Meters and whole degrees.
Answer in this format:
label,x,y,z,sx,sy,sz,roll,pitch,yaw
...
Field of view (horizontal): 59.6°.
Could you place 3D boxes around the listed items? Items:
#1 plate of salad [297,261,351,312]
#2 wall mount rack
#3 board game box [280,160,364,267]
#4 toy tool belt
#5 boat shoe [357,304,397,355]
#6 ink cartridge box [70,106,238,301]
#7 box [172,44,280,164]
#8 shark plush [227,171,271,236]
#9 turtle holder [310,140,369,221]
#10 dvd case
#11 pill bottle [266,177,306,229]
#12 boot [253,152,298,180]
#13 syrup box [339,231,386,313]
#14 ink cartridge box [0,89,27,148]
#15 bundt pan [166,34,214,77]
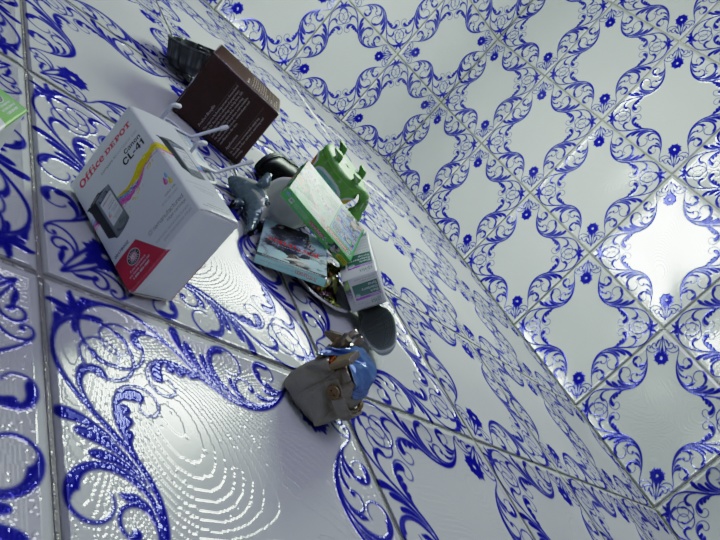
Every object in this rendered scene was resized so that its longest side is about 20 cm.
label,x,y,z,sx,sy,sz,roll,pitch,yaw
plate of salad,-0.084,0.006,1.314,0.200,0.048,0.201,44,14,-14
wall mount rack,-0.320,-0.264,1.306,0.201,0.074,0.173,53,16,22
board game box,-0.076,-0.122,1.332,0.201,0.029,0.136,50,32,-17
toy tool belt,-0.022,0.150,0.947,0.125,0.123,0.200,47,14,8
boat shoe,0.032,0.115,1.308,0.066,0.073,0.203,68,-7,-32
ink cartridge box,-0.272,-0.086,0.820,0.201,0.148,0.085,50,14,23
box,-0.314,-0.398,1.504,0.199,0.166,0.165,40,16,-21
shark plush,-0.232,-0.124,1.280,0.081,0.092,0.204,13,45,-22
turtle holder,-0.055,-0.225,1.608,0.185,0.131,0.142,42,21,-31
dvd case,-0.134,-0.039,1.244,0.143,0.022,0.201,20,22,-11
pill bottle,-0.144,-0.157,1.446,0.114,0.114,0.200,46,14,3
boot,-0.173,-0.211,1.611,0.164,0.073,0.197,55,18,12
syrup box,0.000,0.000,1.364,0.201,0.077,0.083,-100,172,-64
ink cartridge box,-0.473,-0.187,0.642,0.199,0.084,0.146,40,15,-24
bundt pan,-0.436,-0.566,1.709,0.197,0.077,0.203,22,17,-7
